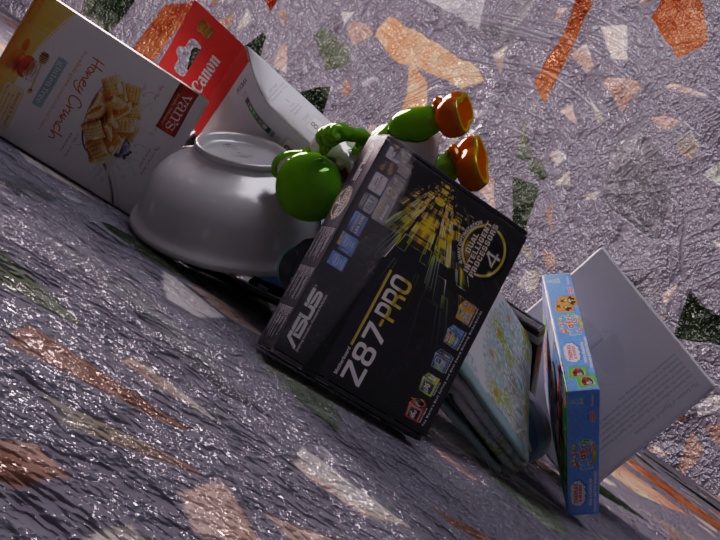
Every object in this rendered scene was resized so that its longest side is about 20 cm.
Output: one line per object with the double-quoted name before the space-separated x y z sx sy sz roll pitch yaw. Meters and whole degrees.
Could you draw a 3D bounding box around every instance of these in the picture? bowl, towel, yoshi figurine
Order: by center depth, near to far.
"yoshi figurine" 0.007 -0.087 1.083 0.197 0.115 0.112 -11 -14 21
"towel" 0.107 0.075 1.183 0.201 0.048 0.173 53 29 -33
"bowl" -0.120 -0.076 1.196 0.197 0.092 0.202 12 22 -5

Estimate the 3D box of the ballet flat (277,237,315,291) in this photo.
"ballet flat" 0.012 -0.016 1.142 0.073 0.074 0.199 34 39 30

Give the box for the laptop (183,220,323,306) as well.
"laptop" -0.039 -0.009 1.214 0.185 0.118 0.199 22 -3 32

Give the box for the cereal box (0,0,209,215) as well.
"cereal box" -0.271 -0.164 1.239 0.198 0.145 0.040 31 4 -19

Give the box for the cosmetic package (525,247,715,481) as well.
"cosmetic package" 0.269 0.118 1.436 0.201 0.199 0.123 52 6 10

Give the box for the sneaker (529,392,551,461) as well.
"sneaker" 0.109 0.134 1.283 0.200 0.080 0.130 43 20 9

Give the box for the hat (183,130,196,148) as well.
"hat" -0.171 -0.112 1.400 0.197 0.082 0.201 14 27 -7

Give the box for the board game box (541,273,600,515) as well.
"board game box" 0.212 0.121 1.252 0.036 0.153 0.201 -4 31 4

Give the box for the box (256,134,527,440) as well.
"box" 0.030 0.014 1.027 0.160 0.202 0.049 32 -7 -20

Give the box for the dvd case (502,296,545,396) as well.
"dvd case" 0.137 0.097 1.372 0.148 0.016 0.202 36 -37 33

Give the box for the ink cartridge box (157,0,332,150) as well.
"ink cartridge box" -0.134 -0.159 1.287 0.199 0.050 0.161 40 -37 -6
